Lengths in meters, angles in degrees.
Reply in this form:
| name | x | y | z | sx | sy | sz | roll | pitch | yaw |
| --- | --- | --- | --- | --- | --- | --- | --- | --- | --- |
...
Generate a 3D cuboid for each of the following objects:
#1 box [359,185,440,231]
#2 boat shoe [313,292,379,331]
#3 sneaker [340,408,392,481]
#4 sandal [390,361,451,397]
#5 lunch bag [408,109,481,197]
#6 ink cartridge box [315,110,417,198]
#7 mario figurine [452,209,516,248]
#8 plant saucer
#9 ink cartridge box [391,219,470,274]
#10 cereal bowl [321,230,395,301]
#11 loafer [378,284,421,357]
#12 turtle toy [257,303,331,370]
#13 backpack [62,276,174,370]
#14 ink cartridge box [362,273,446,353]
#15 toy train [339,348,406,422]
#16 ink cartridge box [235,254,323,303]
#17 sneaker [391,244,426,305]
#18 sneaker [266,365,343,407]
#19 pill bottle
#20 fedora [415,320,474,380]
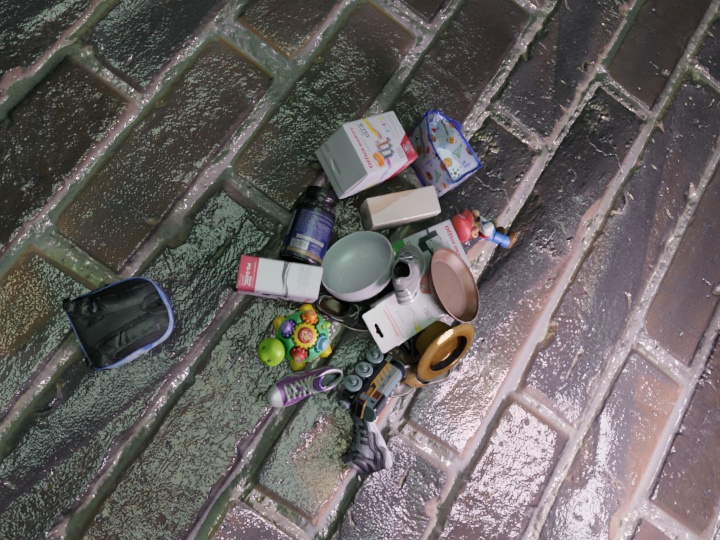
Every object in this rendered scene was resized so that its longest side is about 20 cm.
| name | x | y | z | sx | sy | sz | roll | pitch | yaw |
| --- | --- | --- | --- | --- | --- | --- | --- | --- | --- |
| box | 0.107 | -0.165 | 1.448 | 0.198 | 0.095 | 0.079 | -13 | 83 | -16 |
| boat shoe | -0.026 | 0.111 | 1.386 | 0.198 | 0.068 | 0.073 | 20 | 77 | -11 |
| sneaker | -0.008 | 0.424 | 1.333 | 0.113 | 0.075 | 0.202 | -26 | 85 | -13 |
| sandal | 0.155 | 0.281 | 1.403 | 0.197 | 0.055 | 0.083 | -8 | 82 | -14 |
| lunch bag | 0.215 | -0.321 | 1.457 | 0.123 | 0.170 | 0.201 | -33 | 88 | -18 |
| ink cartridge box | 0.015 | -0.302 | 1.390 | 0.199 | 0.144 | 0.146 | -28 | 88 | -39 |
| mario figurine | 0.340 | -0.126 | 1.464 | 0.198 | 0.123 | 0.107 | 12 | 69 | -30 |
| plant saucer | 0.230 | 0.040 | 1.349 | 0.199 | 0.036 | 0.203 | 25 | 53 | -38 |
| ink cartridge box | 0.177 | -0.032 | 1.445 | 0.198 | 0.083 | 0.148 | -24 | 87 | -15 |
| cereal bowl | 0.000 | 0.000 | 1.372 | 0.198 | 0.084 | 0.202 | -14 | 49 | 16 |
| loafer | 0.102 | 0.132 | 1.402 | 0.070 | 0.068 | 0.202 | -28 | 89 | -55 |
| turtle toy | -0.162 | 0.174 | 1.326 | 0.198 | 0.101 | 0.147 | -25 | 87 | -15 |
| backpack | -0.537 | 0.114 | 1.228 | 0.198 | 0.147 | 0.185 | -26 | 86 | -12 |
| ink cartridge box | 0.105 | 0.107 | 1.339 | 0.199 | 0.067 | 0.117 | -30 | 94 | -12 |
| toy train | 0.032 | 0.282 | 1.326 | 0.113 | 0.086 | 0.200 | 29 | 45 | 17 |
| ink cartridge box | -0.201 | 0.025 | 1.318 | 0.197 | 0.145 | 0.085 | 9 | 80 | -10 |
| sneaker | 0.116 | -0.009 | 1.299 | 0.074 | 0.201 | 0.083 | -12 | 125 | 15 |
| sneaker | -0.136 | 0.281 | 1.309 | 0.199 | 0.114 | 0.073 | -22 | 87 | -14 |
| pill bottle | -0.128 | -0.110 | 1.375 | 0.111 | 0.112 | 0.202 | 20 | 77 | -9 |
| fedora | 0.201 | 0.187 | 1.355 | 0.200 | 0.202 | 0.082 | -34 | 56 | -16 |
